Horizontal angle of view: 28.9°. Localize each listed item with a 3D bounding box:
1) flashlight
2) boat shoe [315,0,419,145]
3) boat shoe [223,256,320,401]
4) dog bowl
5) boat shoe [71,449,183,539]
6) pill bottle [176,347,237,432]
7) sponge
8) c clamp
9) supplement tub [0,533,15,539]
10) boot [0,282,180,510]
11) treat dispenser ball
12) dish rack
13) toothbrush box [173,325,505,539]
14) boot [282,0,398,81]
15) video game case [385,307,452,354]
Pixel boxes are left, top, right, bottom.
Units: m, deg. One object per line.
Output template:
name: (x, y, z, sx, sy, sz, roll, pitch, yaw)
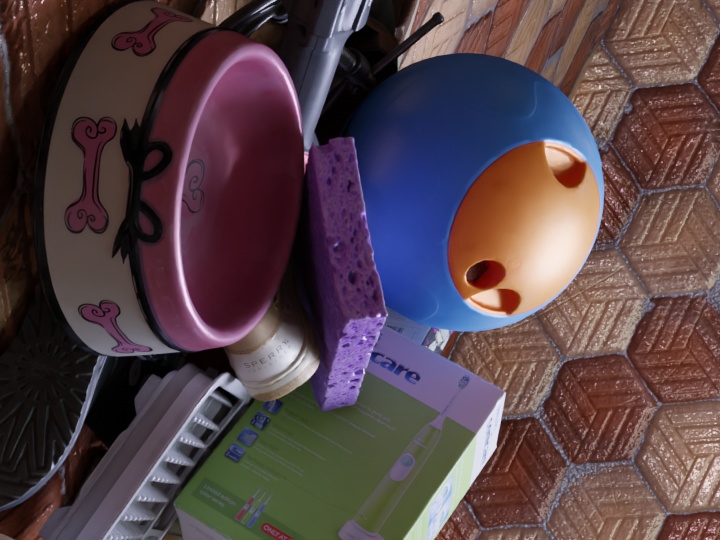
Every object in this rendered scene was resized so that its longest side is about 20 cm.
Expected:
flashlight: (-0.037, -0.118, 0.855, 0.068, 0.068, 0.200, -27, 151, -39)
boat shoe: (-0.005, -0.152, 1.117, 0.203, 0.075, 0.075, -61, 175, -21)
boat shoe: (-0.083, -0.002, 0.904, 0.074, 0.200, 0.069, -33, 129, -2)
dog bowl: (-0.095, -0.046, 0.768, 0.200, 0.074, 0.201, 9, 90, -71)
boat shoe: (-0.118, 0.203, 1.044, 0.063, 0.200, 0.073, -63, -173, 1)
pill bottle: (-0.094, 0.059, 1.052, 0.200, 0.114, 0.114, -67, 169, 10)
sponge: (-0.017, 0.009, 0.880, 0.200, 0.030, 0.112, 108, -28, -69)
c clamp: (-0.044, -0.138, 0.922, 0.171, 0.027, 0.200, -45, 159, 12)
supplement tub: (-0.232, 0.252, 0.747, 0.200, 0.144, 0.145, -57, 167, -36)
boot: (-0.176, 0.084, 0.876, 0.165, 0.066, 0.200, -60, 173, -13)
treat dispenser ball: (0.076, -0.056, 1.015, 0.201, 0.201, 0.201, -60, 169, -21)
dish rack: (-0.139, 0.132, 0.902, 0.172, 0.044, 0.200, -54, 174, -7)
toothbrush box: (-0.012, 0.142, 0.980, 0.200, 0.145, 0.086, -52, 159, -29)
boot: (-0.020, -0.215, 0.983, 0.200, 0.075, 0.097, 49, 41, -68)
video game case: (0.000, 0.000, 1.157, 0.181, 0.200, 0.036, -58, 144, -36)
